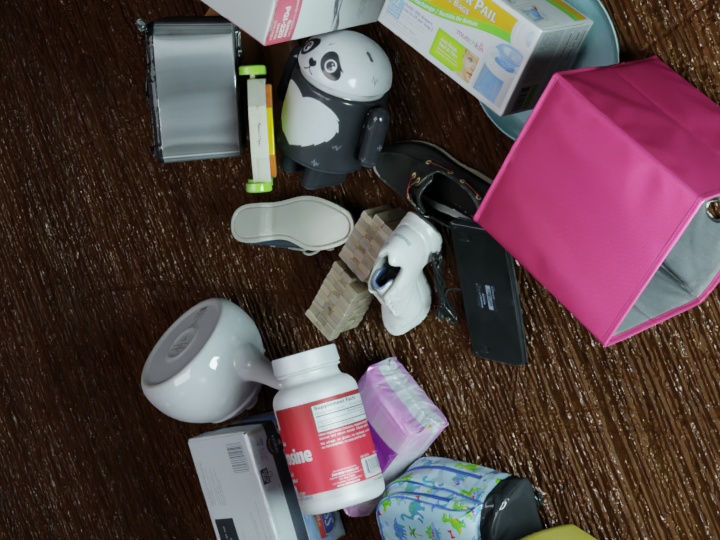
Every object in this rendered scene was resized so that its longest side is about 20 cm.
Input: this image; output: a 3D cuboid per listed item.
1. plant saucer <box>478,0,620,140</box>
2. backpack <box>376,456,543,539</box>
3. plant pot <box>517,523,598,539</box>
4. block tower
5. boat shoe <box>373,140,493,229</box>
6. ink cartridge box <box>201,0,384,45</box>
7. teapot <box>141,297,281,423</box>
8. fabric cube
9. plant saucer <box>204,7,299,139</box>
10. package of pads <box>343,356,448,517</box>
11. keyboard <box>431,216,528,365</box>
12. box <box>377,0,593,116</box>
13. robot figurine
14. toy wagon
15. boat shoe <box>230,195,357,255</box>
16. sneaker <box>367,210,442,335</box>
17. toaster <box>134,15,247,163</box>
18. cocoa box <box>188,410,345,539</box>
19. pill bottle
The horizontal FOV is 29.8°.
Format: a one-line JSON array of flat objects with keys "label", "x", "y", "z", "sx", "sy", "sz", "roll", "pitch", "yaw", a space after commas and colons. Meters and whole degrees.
[{"label": "plant saucer", "x": 0.208, "y": -0.237, "z": 1.513, "sx": 0.200, "sy": 0.027, "sz": 0.200, "roll": 14, "pitch": 111, "yaw": 39}, {"label": "backpack", "x": 0.118, "y": 0.311, "z": 1.696, "sx": 0.200, "sy": 0.154, "sz": 0.163, "roll": 28, "pitch": 141, "yaw": 48}, {"label": "plant pot", "x": 0.240, "y": 0.413, "z": 1.566, "sx": 0.200, "sy": 0.176, "sz": 0.200, "roll": 31, "pitch": 122, "yaw": 21}, {"label": "block tower", "x": 0.000, "y": 0.000, "z": 1.756, "sx": 0.054, "sy": 0.058, "sz": 0.200, "roll": 47, "pitch": 127, "yaw": 22}, {"label": "boat shoe", "x": 0.087, "y": -0.104, "z": 1.641, "sx": 0.201, "sy": 0.063, "sz": 0.074, "roll": 30, "pitch": 124, "yaw": 34}, {"label": "ink cartridge box", "x": -0.082, "y": -0.351, "z": 1.622, "sx": 0.146, "sy": 0.200, "sz": 0.085, "roll": 39, "pitch": 131, "yaw": 28}, {"label": "teapot", "x": -0.207, "y": 0.147, "z": 1.929, "sx": 0.197, "sy": 0.200, "sz": 0.146, "roll": -42, "pitch": 115, "yaw": 8}, {"label": "fabric cube", "x": 0.277, "y": -0.077, "z": 1.381, "sx": 0.199, "sy": 0.200, "sz": 0.196, "roll": 45, "pitch": 129, "yaw": 26}, {"label": "plant saucer", "x": -0.161, "y": -0.274, "z": 1.831, "sx": 0.200, "sy": 0.037, "sz": 0.200, "roll": 15, "pitch": 112, "yaw": 40}, {"label": "package of pads", "x": 0.021, "y": 0.222, "z": 1.789, "sx": 0.121, "sy": 0.076, "sz": 0.200, "roll": 53, "pitch": 130, "yaw": 23}, {"label": "keyboard", "x": 0.137, "y": 0.023, "z": 1.621, "sx": 0.127, "sy": 0.021, "sz": 0.200, "roll": 12, "pitch": 129, "yaw": 34}, {"label": "box", "x": 0.133, "y": -0.274, "z": 1.481, "sx": 0.200, "sy": 0.101, "sz": 0.113, "roll": 42, "pitch": 127, "yaw": 26}, {"label": "robot figurine", "x": -0.036, "y": -0.200, "z": 1.677, "sx": 0.150, "sy": 0.125, "sz": 0.200, "roll": 19, "pitch": 121, "yaw": -2}, {"label": "toy wagon", "x": -0.128, "y": -0.182, "z": 1.716, "sx": 0.040, "sy": 0.200, "sz": 0.155, "roll": -3, "pitch": 98, "yaw": -2}, {"label": "boat shoe", "x": -0.080, "y": -0.058, "z": 1.804, "sx": 0.200, "sy": 0.062, "sz": 0.075, "roll": -4, "pitch": 84, "yaw": 34}, {"label": "sneaker", "x": 0.042, "y": 0.014, "z": 1.681, "sx": 0.074, "sy": 0.087, "sz": 0.200, "roll": 36, "pitch": 145, "yaw": 26}, {"label": "toaster", "x": -0.212, "y": -0.237, "z": 1.733, "sx": 0.118, "sy": 0.200, "sz": 0.181, "roll": -4, "pitch": 102, "yaw": 0}, {"label": "cocoa box", "x": -0.132, "y": 0.308, "z": 1.916, "sx": 0.133, "sy": 0.131, "sz": 0.200, "roll": -15, "pitch": 93, "yaw": 43}, {"label": "pill bottle", "x": -0.046, "y": 0.200, "z": 1.717, "sx": 0.112, "sy": 0.112, "sz": 0.200, "roll": -20, "pitch": 84, "yaw": 44}]
